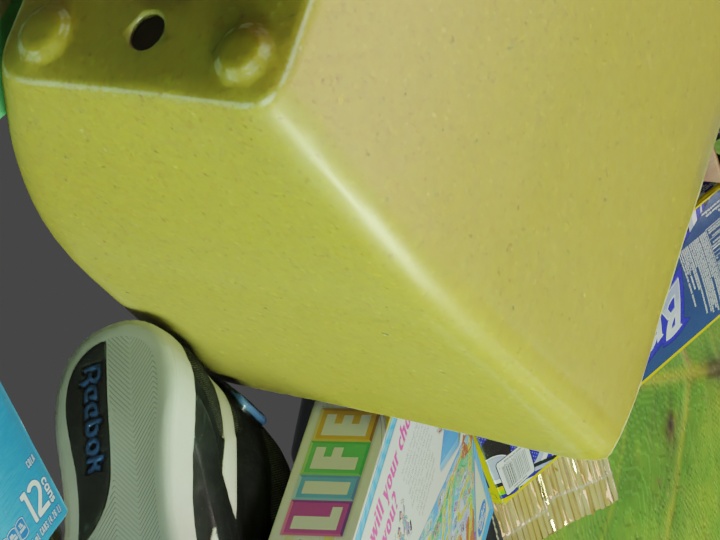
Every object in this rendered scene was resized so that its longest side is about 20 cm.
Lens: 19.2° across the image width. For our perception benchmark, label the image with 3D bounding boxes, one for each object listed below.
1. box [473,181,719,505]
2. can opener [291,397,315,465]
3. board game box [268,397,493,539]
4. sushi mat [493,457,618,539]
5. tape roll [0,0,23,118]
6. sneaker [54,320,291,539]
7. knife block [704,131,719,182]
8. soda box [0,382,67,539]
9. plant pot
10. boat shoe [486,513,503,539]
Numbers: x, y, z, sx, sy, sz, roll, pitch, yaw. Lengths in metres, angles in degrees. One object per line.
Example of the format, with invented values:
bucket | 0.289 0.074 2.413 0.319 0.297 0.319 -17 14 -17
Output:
box | 0.103 0.029 1.043 0.200 0.070 0.064 -36 117 -30
can opener | 0.000 0.000 0.966 0.066 0.053 0.200 32 53 -37
board game box | 0.005 0.122 0.826 0.200 0.034 0.134 -71 153 -45
sushi mat | 0.073 0.046 1.079 0.096 0.012 0.200 -23 106 -28
tape roll | -0.169 -0.135 0.679 0.200 0.048 0.201 31 55 -57
sneaker | -0.060 0.127 0.778 0.112 0.073 0.200 37 49 -52
knife block | 0.151 -0.063 1.134 0.200 0.175 0.064 -51 125 -55
soda box | -0.163 0.104 0.597 0.068 0.064 0.200 67 30 -24
plant pot | -0.007 -0.072 0.734 0.200 0.194 0.196 38 67 -52
boat shoe | 0.076 0.199 1.030 0.073 0.063 0.200 -10 91 -63
